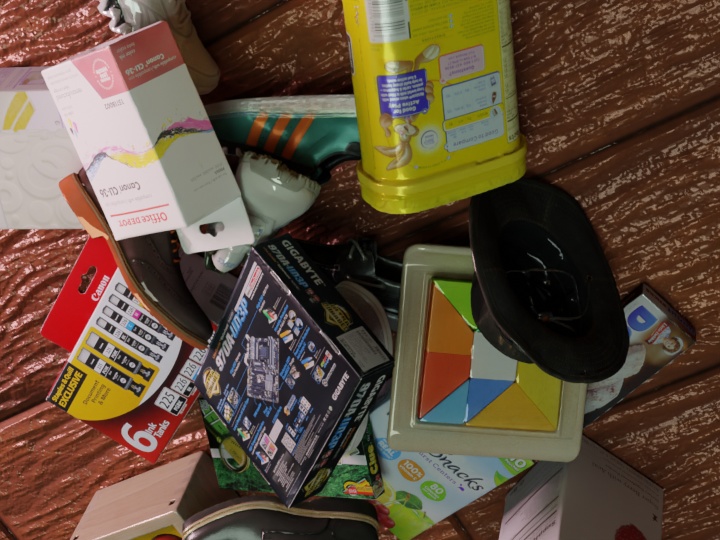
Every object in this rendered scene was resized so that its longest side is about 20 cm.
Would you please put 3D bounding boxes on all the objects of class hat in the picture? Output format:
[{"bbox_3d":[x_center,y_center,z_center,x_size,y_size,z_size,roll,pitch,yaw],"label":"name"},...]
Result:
[{"bbox_3d":[0.144,0.019,1.279,0.200,0.201,0.081,41,134,-13],"label":"hat"}]

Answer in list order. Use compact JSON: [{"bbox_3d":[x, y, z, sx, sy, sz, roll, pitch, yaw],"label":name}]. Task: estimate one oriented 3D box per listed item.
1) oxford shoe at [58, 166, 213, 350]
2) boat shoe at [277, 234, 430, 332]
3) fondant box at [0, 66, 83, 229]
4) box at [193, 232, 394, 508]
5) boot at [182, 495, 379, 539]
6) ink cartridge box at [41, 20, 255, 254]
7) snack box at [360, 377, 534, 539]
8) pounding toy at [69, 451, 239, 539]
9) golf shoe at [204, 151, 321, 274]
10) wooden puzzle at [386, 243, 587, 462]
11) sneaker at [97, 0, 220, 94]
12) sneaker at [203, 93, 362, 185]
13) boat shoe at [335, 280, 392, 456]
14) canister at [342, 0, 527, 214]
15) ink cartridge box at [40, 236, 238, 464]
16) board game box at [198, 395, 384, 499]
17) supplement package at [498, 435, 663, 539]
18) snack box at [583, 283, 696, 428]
[{"bbox_3d":[-0.187,-0.018,1.325,0.072,0.071,0.201,-36,101,0],"label":"oxford shoe"},{"bbox_3d":[0.000,0.000,1.376,0.199,0.072,0.071,19,116,-11],"label":"boat shoe"},{"bbox_3d":[-0.271,-0.115,1.371,0.198,0.058,0.145,0,121,13],"label":"fondant box"},{"bbox_3d":[-0.065,0.093,1.309,0.159,0.046,0.201,49,136,23],"label":"box"},{"bbox_3d":[-0.074,0.296,1.433,0.198,0.139,0.078,-6,135,-4],"label":"boot"},{"bbox_3d":[-0.178,-0.097,1.237,0.116,0.067,0.201,-7,110,50],"label":"ink cartridge box"},{"bbox_3d":[0.061,0.175,1.456,0.142,0.053,0.200,41,128,-13],"label":"snack box"},{"bbox_3d":[-0.184,0.328,1.569,0.183,0.142,0.201,-23,113,25],"label":"pounding toy"},{"bbox_3d":[-0.093,-0.042,1.291,0.078,0.098,0.200,25,166,-10],"label":"golf shoe"},{"bbox_3d":[0.123,0.079,1.346,0.183,0.037,0.202,4,102,-6],"label":"wooden puzzle"},{"bbox_3d":[-0.185,-0.239,1.269,0.081,0.075,0.200,-35,108,20],"label":"sneaker"},{"bbox_3d":[-0.066,-0.113,1.299,0.198,0.071,0.081,-1,93,13],"label":"sneaker"},{"bbox_3d":[-0.023,0.102,1.349,0.074,0.065,0.203,28,128,18],"label":"boat shoe"},{"bbox_3d":[0.061,-0.165,1.214,0.148,0.087,0.201,-18,119,-20],"label":"canister"},{"bbox_3d":[-0.227,0.064,1.454,0.175,0.084,0.200,31,123,-4],"label":"ink cartridge box"},{"bbox_3d":[-0.072,0.175,1.474,0.199,0.023,0.106,-3,109,35],"label":"board game box"},{"bbox_3d":[0.208,0.277,1.407,0.121,0.200,0.120,33,123,-9],"label":"supplement package"},{"bbox_3d":[0.224,0.096,1.396,0.072,0.024,0.200,41,122,-9],"label":"snack box"}]
